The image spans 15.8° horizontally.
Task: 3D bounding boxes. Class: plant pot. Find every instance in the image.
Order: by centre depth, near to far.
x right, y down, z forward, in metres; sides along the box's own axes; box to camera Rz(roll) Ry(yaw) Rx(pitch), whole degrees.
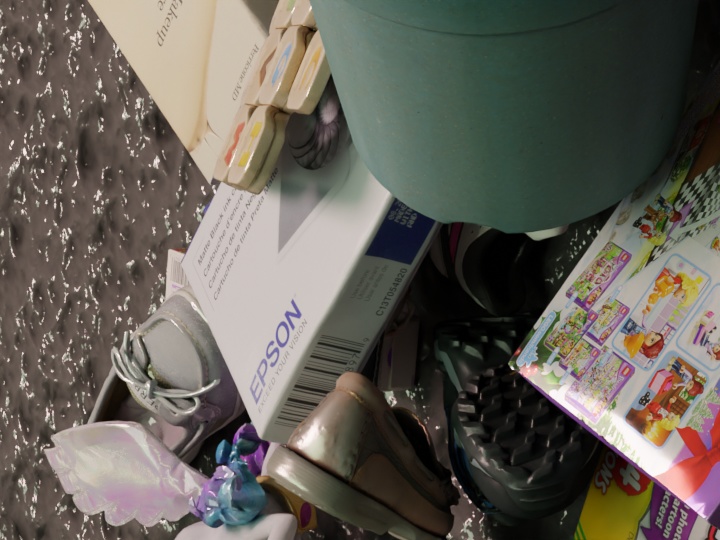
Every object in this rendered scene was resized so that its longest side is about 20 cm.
[{"bbox_3d":[0.059,-0.130,1.051,0.200,0.200,0.196,56,167,35],"label":"plant pot"}]

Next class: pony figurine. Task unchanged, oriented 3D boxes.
[{"bbox_3d":[-0.077,0.153,1.404,0.193,0.166,0.200,-26,35,36],"label":"pony figurine"}]

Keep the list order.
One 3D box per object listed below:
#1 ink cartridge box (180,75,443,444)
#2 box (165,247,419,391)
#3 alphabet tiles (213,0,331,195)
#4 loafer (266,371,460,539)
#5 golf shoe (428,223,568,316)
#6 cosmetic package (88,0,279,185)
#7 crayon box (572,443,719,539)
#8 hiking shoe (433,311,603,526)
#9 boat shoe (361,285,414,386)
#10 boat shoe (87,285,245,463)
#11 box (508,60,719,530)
[{"bbox_3d":[-0.025,-0.050,1.286,0.200,0.040,0.200,-62,34,26],"label":"ink cartridge box"},{"bbox_3d":[-0.042,0.025,1.444,0.200,0.039,0.042,19,109,52],"label":"box"},{"bbox_3d":[-0.023,-0.132,1.231,0.196,0.015,0.201,-157,89,-78],"label":"alphabet tiles"},{"bbox_3d":[0.014,0.092,1.237,0.072,0.200,0.063,29,89,17],"label":"loafer"},{"bbox_3d":[0.087,-0.064,1.236,0.092,0.072,0.200,58,145,28],"label":"golf shoe"},{"bbox_3d":[-0.082,-0.150,1.458,0.200,0.073,0.104,55,134,37],"label":"cosmetic package"},{"bbox_3d":[0.177,0.115,1.130,0.172,0.058,0.201,40,123,46],"label":"crayon box"},{"bbox_3d":[0.080,0.084,1.223,0.200,0.074,0.087,-98,0,-74],"label":"hiking shoe"},{"bbox_3d":[0.000,0.000,1.331,0.071,0.062,0.201,-17,67,54],"label":"boat shoe"},{"bbox_3d":[-0.119,0.078,1.501,0.074,0.065,0.202,49,147,7],"label":"boat shoe"},{"bbox_3d":[0.167,-0.004,1.079,0.200,0.039,0.137,-55,44,4],"label":"box"}]
